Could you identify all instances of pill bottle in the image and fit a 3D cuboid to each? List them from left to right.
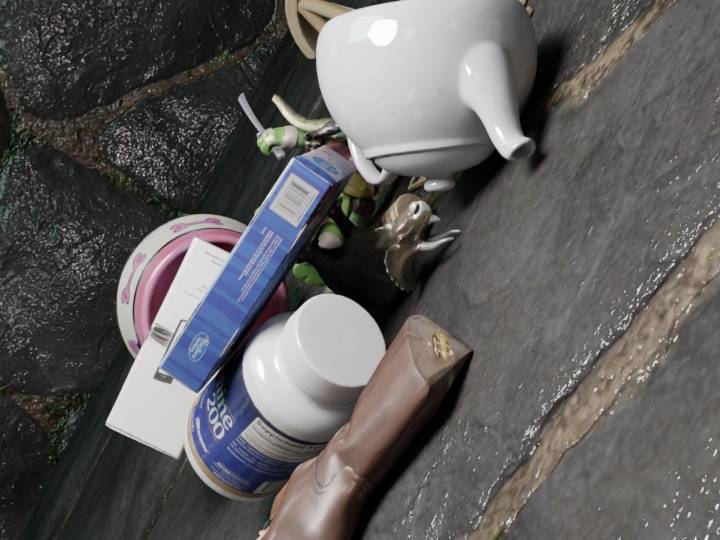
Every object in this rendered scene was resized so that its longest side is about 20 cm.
[{"bbox_3d":[-0.062,0.104,1.056,0.200,0.110,0.112,-46,19,46],"label":"pill bottle"}]

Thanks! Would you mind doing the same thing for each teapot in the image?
[{"bbox_3d":[0.055,-0.138,1.049,0.200,0.194,0.149,-18,-77,-73],"label":"teapot"}]

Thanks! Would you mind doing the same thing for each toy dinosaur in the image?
[{"bbox_3d":[-0.009,-0.133,1.236,0.089,0.197,0.048,-60,-28,-47],"label":"toy dinosaur"},{"bbox_3d":[0.000,0.000,1.098,0.077,0.102,0.200,-55,0,-28],"label":"toy dinosaur"}]

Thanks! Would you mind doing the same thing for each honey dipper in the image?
[{"bbox_3d":[0.008,-0.010,1.204,0.200,0.038,0.038,-47,18,55],"label":"honey dipper"}]

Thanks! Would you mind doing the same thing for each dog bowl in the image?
[{"bbox_3d":[-0.167,0.041,1.406,0.202,0.199,0.074,-61,21,-3],"label":"dog bowl"}]

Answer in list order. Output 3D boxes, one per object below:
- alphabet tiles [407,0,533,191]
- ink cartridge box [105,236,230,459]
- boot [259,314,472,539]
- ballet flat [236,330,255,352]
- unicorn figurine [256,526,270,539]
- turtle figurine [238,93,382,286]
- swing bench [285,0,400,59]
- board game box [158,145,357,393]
[{"bbox_3d":[0.104,-0.173,1.237,0.202,0.006,0.166,-65,13,-18],"label":"alphabet tiles"},{"bbox_3d":[-0.170,0.076,1.285,0.146,0.083,0.202,173,122,-87],"label":"ink cartridge box"},{"bbox_3d":[0.004,0.137,0.871,0.201,0.064,0.187,-51,18,20],"label":"boot"},{"bbox_3d":[-0.087,0.091,1.263,0.200,0.071,0.070,-39,27,57],"label":"ballet flat"},{"bbox_3d":[-0.117,0.278,1.019,0.199,0.074,0.138,-40,11,20],"label":"unicorn figurine"},{"bbox_3d":[-0.055,-0.073,1.309,0.195,0.197,0.146,-63,-27,-50],"label":"turtle figurine"},{"bbox_3d":[0.033,-0.294,1.308,0.130,0.199,0.200,-44,18,53],"label":"swing bench"},{"bbox_3d":[-0.081,-0.009,1.085,0.201,0.043,0.199,-56,1,10],"label":"board game box"}]
